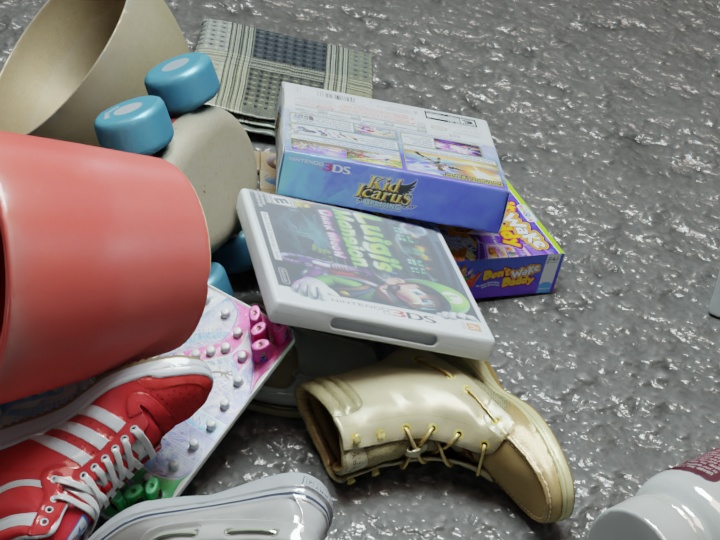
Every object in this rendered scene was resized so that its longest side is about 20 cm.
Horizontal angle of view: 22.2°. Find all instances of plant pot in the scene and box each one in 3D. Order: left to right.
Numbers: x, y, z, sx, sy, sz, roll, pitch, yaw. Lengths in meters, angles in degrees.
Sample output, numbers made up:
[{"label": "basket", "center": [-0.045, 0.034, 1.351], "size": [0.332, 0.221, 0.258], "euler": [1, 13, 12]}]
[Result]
[{"label": "plant pot", "center": [-0.215, -0.007, 1.290], "size": [0.176, 0.202, 0.200], "euler": [-5, 36, -37]}, {"label": "plant pot", "center": [-0.224, -0.165, 1.662], "size": [0.134, 0.200, 0.201], "euler": [36, 22, -31]}]

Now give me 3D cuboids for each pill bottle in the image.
[{"label": "pill bottle", "center": [0.267, 0.189, 1.336], "size": [0.199, 0.115, 0.114], "euler": [-16, 43, -35]}]

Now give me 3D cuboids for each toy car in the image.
[{"label": "toy car", "center": [-0.203, -0.061, 1.553], "size": [0.198, 0.186, 0.177], "euler": [-6, 26, 27]}]

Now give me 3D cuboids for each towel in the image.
[{"label": "towel", "center": [-0.081, -0.185, 1.852], "size": [0.190, 0.035, 0.201], "euler": [12, 32, -5]}]

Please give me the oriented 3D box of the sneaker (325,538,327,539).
[{"label": "sneaker", "center": [-0.059, 0.238, 1.204], "size": [0.111, 0.078, 0.200], "euler": [-9, 39, -29]}]

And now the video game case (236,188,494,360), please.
[{"label": "video game case", "center": [0.000, 0.000, 1.465], "size": [0.180, 0.024, 0.200], "euler": [11, 24, -18]}]

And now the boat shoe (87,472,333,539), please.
[{"label": "boat shoe", "center": [-0.112, 0.188, 1.193], "size": [0.199, 0.074, 0.067], "euler": [-25, 26, 23]}]

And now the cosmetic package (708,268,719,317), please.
[{"label": "cosmetic package", "center": [0.425, 0.011, 1.641], "size": [0.198, 0.114, 0.081], "euler": [20, 35, 17]}]

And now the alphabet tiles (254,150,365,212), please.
[{"label": "alphabet tiles", "center": [-0.061, -0.061, 1.694], "size": [0.197, 0.008, 0.168], "euler": [6, 35, -7]}]

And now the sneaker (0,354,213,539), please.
[{"label": "sneaker", "center": [-0.182, 0.141, 1.269], "size": [0.198, 0.072, 0.113], "euler": [-25, 51, -2]}]

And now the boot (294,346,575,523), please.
[{"label": "boot", "center": [0.055, 0.134, 1.393], "size": [0.154, 0.073, 0.200], "euler": [-17, 50, -29]}]

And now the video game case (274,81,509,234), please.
[{"label": "video game case", "center": [0.023, -0.101, 1.622], "size": [0.198, 0.046, 0.182], "euler": [10, 22, -7]}]

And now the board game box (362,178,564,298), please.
[{"label": "board game box", "center": [0.080, -0.052, 1.681], "size": [0.133, 0.045, 0.201], "euler": [-4, 38, -26]}]

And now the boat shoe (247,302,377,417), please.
[{"label": "boat shoe", "center": [-0.077, 0.067, 1.451], "size": [0.198, 0.069, 0.075], "euler": [1, 36, -15]}]

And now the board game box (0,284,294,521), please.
[{"label": "board game box", "center": [-0.183, 0.073, 1.376], "size": [0.199, 0.026, 0.201], "euler": [27, 62, 22]}]
